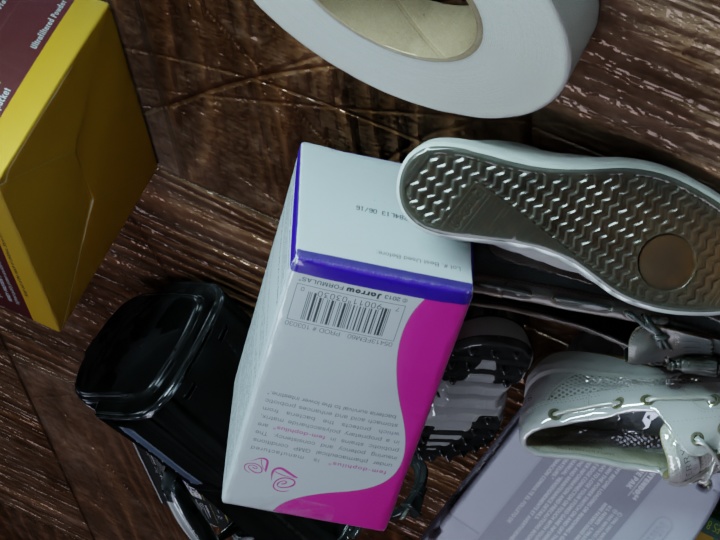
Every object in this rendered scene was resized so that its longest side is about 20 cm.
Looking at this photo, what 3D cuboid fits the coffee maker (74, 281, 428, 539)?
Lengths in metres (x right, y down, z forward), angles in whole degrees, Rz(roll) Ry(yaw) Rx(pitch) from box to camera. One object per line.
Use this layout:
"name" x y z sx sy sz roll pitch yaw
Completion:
"coffee maker" -0.079 0.102 1.693 0.191 0.135 0.200 -22 131 33

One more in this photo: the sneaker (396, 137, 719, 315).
"sneaker" 0.121 -0.032 1.238 0.199 0.073 0.085 18 -170 7

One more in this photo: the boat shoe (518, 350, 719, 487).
"boat shoe" 0.187 0.094 1.342 0.198 0.070 0.071 1 131 18

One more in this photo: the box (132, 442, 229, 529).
"box" -0.104 0.164 1.926 0.159 0.050 0.200 19 156 17

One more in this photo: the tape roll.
"tape roll" 0.019 -0.148 1.126 0.202 0.037 0.203 26 158 11

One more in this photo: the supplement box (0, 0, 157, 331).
"supplement box" -0.255 -0.095 1.441 0.199 0.133 0.198 22 157 15

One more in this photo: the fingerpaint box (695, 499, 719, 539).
"fingerpaint box" 0.162 0.208 1.530 0.199 0.168 0.073 25 -168 13

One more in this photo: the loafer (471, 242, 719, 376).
"loafer" 0.145 0.027 1.311 0.199 0.063 0.072 24 157 14

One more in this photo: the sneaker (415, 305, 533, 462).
"sneaker" 0.059 0.050 1.433 0.066 0.091 0.200 5 152 -11

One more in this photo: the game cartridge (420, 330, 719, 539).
"game cartridge" 0.141 0.138 1.442 0.133 0.041 0.200 36 117 -1

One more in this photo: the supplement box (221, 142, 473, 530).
"supplement box" -0.009 0.041 1.327 0.100 0.104 0.201 11 131 -9
